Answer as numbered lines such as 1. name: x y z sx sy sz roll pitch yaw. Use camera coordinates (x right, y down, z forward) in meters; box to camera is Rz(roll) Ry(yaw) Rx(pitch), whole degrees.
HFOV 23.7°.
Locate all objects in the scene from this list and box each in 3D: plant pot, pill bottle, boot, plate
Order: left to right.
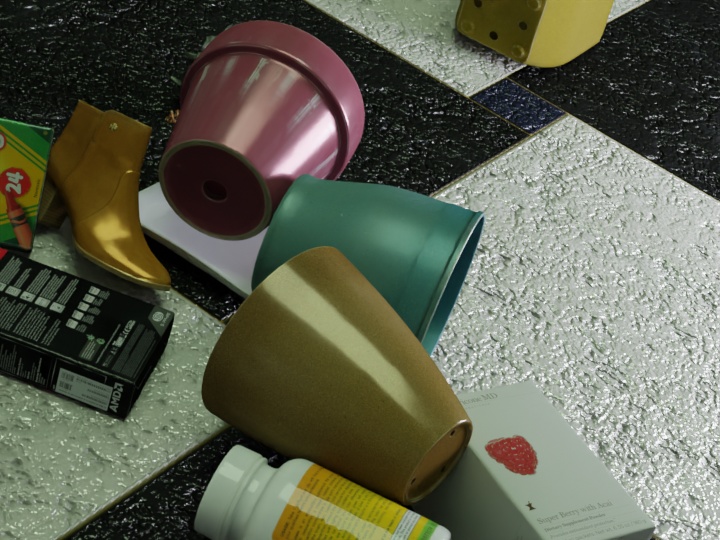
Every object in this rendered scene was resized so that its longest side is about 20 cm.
1. boot: -0.245 -0.081 1.748 0.201 0.144 0.071 32 6 23
2. plate: -0.133 -0.044 1.855 0.200 0.032 0.200 32 35 18
3. plant pot: -0.116 -0.133 1.796 0.200 0.200 0.179 23 43 6
4. pill bottle: -0.034 0.227 1.452 0.200 0.111 0.111 25 35 9
5. plant pot: -0.006 0.110 1.510 0.200 0.187 0.186 38 38 24
6. plant pot: 0.000 0.000 1.711 0.188 0.200 0.200 23 34 8
7. plant pot: 0.238 -0.397 2.397 0.194 0.196 0.200 29 42 15

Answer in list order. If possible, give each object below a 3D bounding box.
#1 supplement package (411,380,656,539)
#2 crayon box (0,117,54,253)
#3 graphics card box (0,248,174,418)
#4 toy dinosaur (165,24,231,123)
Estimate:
1. supplement package: 0.146 0.213 1.550 0.121 0.120 0.200 -9 42 -33
2. crayon box: -0.417 -0.098 1.715 0.200 0.127 0.051 10 -6 -11
3. graphics card box: -0.289 0.055 1.625 0.200 0.051 0.126 19 34 2
4. toy dinosaur: -0.148 -0.207 2.032 0.136 0.102 0.200 51 21 16
